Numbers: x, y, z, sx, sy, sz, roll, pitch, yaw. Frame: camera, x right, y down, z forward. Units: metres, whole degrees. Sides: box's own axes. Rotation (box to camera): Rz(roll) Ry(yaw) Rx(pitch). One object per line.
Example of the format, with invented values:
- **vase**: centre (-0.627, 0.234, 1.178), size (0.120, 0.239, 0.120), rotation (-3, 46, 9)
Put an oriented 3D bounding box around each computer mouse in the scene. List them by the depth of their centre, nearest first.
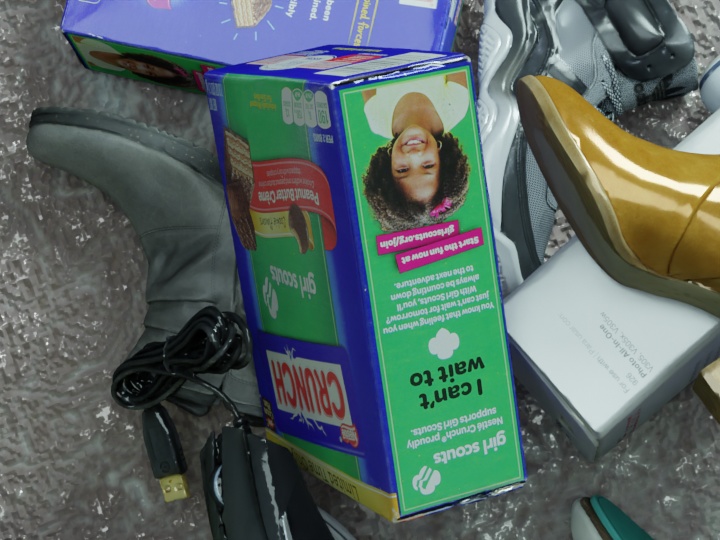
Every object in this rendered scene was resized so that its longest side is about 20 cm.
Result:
- **computer mouse**: centre (-0.068, 0.122, 1.077), size (0.046, 0.140, 0.200), rotation (-26, 95, -31)

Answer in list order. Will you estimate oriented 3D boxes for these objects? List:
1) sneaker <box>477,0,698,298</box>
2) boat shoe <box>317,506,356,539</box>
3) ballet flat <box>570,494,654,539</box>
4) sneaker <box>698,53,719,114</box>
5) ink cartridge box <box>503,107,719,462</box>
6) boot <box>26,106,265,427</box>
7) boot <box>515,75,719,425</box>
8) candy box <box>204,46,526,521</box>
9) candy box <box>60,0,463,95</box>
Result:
- **sneaker**: centre (0.118, -0.082, 1.145), size (0.113, 0.075, 0.201), rotation (3, 79, 8)
- **boat shoe**: centre (-0.005, 0.197, 1.118), size (0.074, 0.065, 0.200), rotation (-37, 79, -1)
- **ballet flat**: centre (0.167, 0.201, 1.108), size (0.200, 0.069, 0.069), rotation (43, 87, 9)
- **sneaker**: centre (0.240, -0.161, 1.155), size (0.200, 0.073, 0.071), rotation (-42, 77, -12)
- **ink cartridge box**: centre (0.163, -0.003, 1.094), size (0.200, 0.145, 0.088), rotation (-43, 80, -2)
- **boot**: centre (-0.102, 0.000, 1.157), size (0.199, 0.070, 0.132), rotation (21, 85, 8)
- **boot**: centre (0.177, -0.036, 0.996), size (0.144, 0.071, 0.201), rotation (-34, 82, -7)
- **candy box**: centre (0.000, 0.000, 1.044), size (0.077, 0.169, 0.201), rotation (-14, 102, -21)
- **candy box**: centre (-0.040, -0.176, 1.176), size (0.199, 0.077, 0.170), rotation (12, 81, 8)
